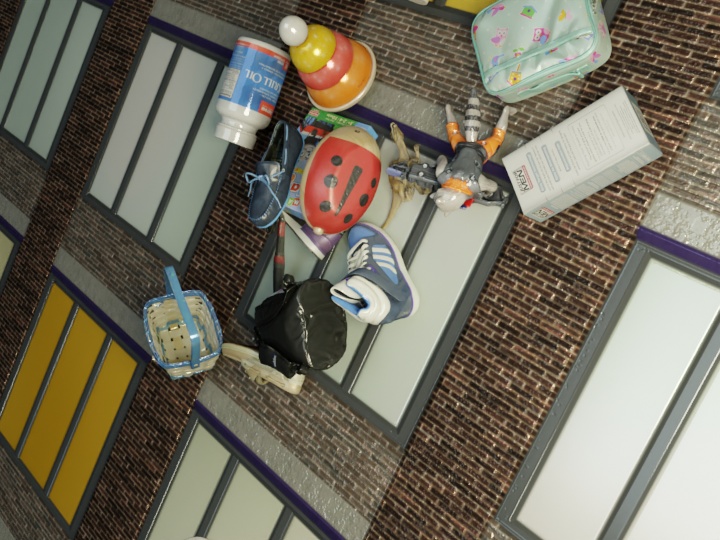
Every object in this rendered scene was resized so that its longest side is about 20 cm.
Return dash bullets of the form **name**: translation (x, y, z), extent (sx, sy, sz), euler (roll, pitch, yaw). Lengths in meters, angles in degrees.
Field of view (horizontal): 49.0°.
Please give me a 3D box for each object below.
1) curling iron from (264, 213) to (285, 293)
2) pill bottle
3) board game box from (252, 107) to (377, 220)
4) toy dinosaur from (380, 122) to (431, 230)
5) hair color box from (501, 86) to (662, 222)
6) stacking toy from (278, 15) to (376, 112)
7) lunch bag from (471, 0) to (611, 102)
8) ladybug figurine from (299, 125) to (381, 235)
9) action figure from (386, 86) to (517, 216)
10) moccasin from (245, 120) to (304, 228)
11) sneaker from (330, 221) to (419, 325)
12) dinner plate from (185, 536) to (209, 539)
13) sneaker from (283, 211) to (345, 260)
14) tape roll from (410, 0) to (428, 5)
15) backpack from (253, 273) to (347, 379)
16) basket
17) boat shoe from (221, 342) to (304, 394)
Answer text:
- **curling iron**: translation (-0.155, -0.022, 1.458), extent (0.050, 0.026, 0.201), euler (24, 124, 43)
- **pill bottle**: translation (-0.219, -0.346, 1.559), extent (0.112, 0.112, 0.201), euler (23, 97, 38)
- **board game box**: translation (-0.083, -0.191, 1.425), extent (0.151, 0.037, 0.200), euler (25, 77, 36)
- **toy dinosaur**: translation (0.073, -0.146, 1.340), extent (0.101, 0.058, 0.201), euler (24, 110, 55)
- **hair color box**: translation (0.315, -0.163, 1.138), extent (0.200, 0.061, 0.099), euler (-30, 64, 29)
- **stacking toy**: translation (-0.075, -0.385, 1.389), extent (0.146, 0.200, 0.147), euler (-12, 65, 26)
- **lunch bag**: translation (0.273, -0.350, 1.195), extent (0.200, 0.077, 0.161), euler (-19, 70, 34)
- **ladybug figurine**: translation (-0.028, -0.150, 1.334), extent (0.072, 0.135, 0.201), euler (10, 78, 63)
- **action figure**: translation (0.139, -0.178, 1.225), extent (0.199, 0.105, 0.194), euler (10, 69, 11)
- **moccasin**: translation (-0.162, -0.173, 1.390), extent (0.080, 0.068, 0.201), euler (-1, 63, 28)
- **sneaker**: translation (0.000, 0.000, 1.290), extent (0.081, 0.146, 0.200), euler (-48, 60, 34)
- **dinner plate**: translation (-0.316, 0.615, 1.510), extent (0.200, 0.024, 0.201), euler (-9, 75, 37)
- **sneaker**: translation (-0.097, -0.108, 1.458), extent (0.088, 0.076, 0.200), euler (-42, 57, 1)
- **tape roll**: translation (0.057, -0.559, 1.326), extent (0.203, 0.202, 0.139), euler (37, 105, 36)
- **backpack**: translation (-0.103, 0.100, 1.341), extent (0.200, 0.126, 0.168), euler (-17, 73, 60)
- **basket**: translation (-0.341, 0.111, 1.518), extent (0.200, 0.139, 0.177), euler (108, 143, -50)
- **boat shoe**: translation (-0.185, 0.178, 1.461), extent (0.199, 0.072, 0.065), euler (12, 88, 33)
